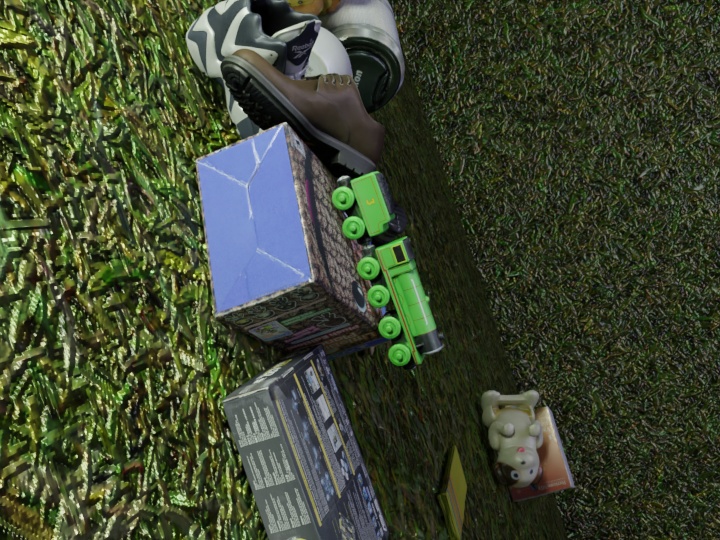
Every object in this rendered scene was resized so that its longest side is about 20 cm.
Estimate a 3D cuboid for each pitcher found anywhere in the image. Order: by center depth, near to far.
[{"bbox_3d":[-0.088,-0.267,0.916,0.171,0.121,0.200,40,17,-11],"label":"pitcher"}]

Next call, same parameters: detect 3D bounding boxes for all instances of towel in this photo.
[{"bbox_3d":[0.153,0.363,1.187,0.200,0.018,0.087,-35,111,-76],"label":"towel"}]

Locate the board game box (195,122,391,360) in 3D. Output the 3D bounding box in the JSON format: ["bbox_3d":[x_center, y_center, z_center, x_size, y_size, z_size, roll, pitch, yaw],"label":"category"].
[{"bbox_3d":[-0.059,-0.015,0.704,0.200,0.096,0.161,42,33,-62],"label":"board game box"}]

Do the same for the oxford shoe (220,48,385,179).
[{"bbox_3d":[-0.049,-0.160,0.690,0.200,0.072,0.085,29,81,-46],"label":"oxford shoe"}]

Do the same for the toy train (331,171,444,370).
[{"bbox_3d":[0.029,0.000,0.703,0.042,0.056,0.201,-42,113,-74],"label":"toy train"}]

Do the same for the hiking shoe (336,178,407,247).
[{"bbox_3d":[-0.046,-0.083,0.857,0.200,0.101,0.076,40,29,8],"label":"hiking shoe"}]

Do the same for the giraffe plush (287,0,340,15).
[{"bbox_3d":[-0.083,-0.411,0.987,0.200,0.172,0.163,46,28,-42],"label":"giraffe plush"}]

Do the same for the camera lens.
[{"bbox_3d":[-0.017,-0.361,1.165,0.160,0.159,0.201,55,21,-47],"label":"camera lens"}]

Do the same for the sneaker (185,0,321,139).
[{"bbox_3d":[-0.074,-0.192,0.730,0.079,0.129,0.200,-43,106,-44],"label":"sneaker"}]

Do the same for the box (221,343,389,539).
[{"bbox_3d":[-0.039,0.179,0.636,0.161,0.049,0.201,-31,102,-77],"label":"box"}]

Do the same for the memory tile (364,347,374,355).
[{"bbox_3d":[0.000,0.000,0.974,0.154,0.017,0.201,83,1,-53],"label":"memory tile"}]

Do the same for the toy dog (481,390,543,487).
[{"bbox_3d":[0.348,0.402,1.676,0.201,0.138,0.195,-94,-164,-49],"label":"toy dog"}]

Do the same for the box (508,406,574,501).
[{"bbox_3d":[0.433,0.462,1.822,0.106,0.151,0.201,41,33,-64],"label":"box"}]
